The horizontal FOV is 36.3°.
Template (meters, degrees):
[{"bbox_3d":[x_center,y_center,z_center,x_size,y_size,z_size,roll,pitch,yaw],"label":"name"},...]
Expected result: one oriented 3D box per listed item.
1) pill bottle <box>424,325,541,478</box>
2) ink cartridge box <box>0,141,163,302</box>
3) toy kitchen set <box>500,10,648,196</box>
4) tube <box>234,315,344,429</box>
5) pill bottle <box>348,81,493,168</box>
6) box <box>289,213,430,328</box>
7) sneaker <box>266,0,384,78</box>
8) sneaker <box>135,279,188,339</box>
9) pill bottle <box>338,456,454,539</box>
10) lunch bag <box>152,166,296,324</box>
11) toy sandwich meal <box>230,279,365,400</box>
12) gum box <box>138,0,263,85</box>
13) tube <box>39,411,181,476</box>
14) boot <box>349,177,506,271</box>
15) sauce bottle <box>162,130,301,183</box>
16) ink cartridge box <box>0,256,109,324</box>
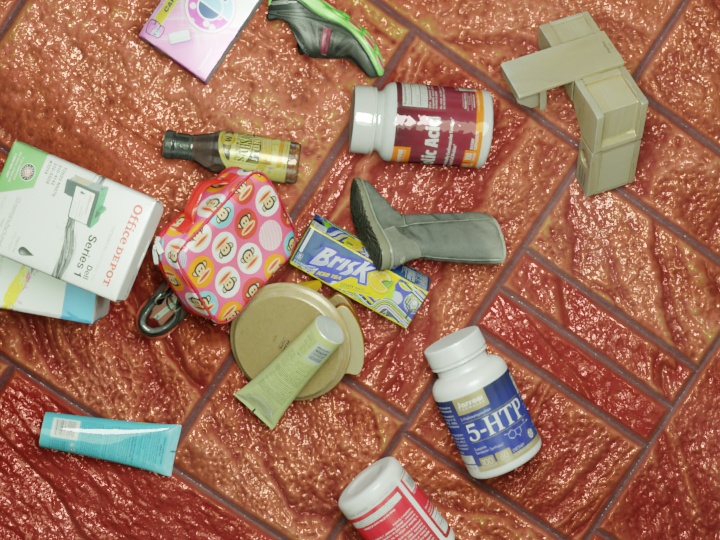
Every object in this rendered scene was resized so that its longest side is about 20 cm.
[{"bbox_3d":[0.175,0.192,1.617,0.119,0.120,0.201,-26,95,-2],"label":"pill bottle"},{"bbox_3d":[-0.376,-0.062,1.431,0.198,0.084,0.147,22,88,-4],"label":"ink cartridge box"},{"bbox_3d":[0.298,-0.236,1.623,0.162,0.181,0.201,-17,55,-6],"label":"toy kitchen set"},{"bbox_3d":[-0.101,0.144,1.573,0.052,0.058,0.200,12,130,-43],"label":"tube"},{"bbox_3d":[0.085,-0.211,1.587,0.198,0.114,0.115,4,93,-4],"label":"pill bottle"},{"bbox_3d":[0.000,0.000,1.611,0.199,0.064,0.070,30,110,-5],"label":"box"},{"bbox_3d":[-0.050,-0.341,1.598,0.199,0.077,0.084,36,108,-3],"label":"sneaker"},{"bbox_3d":[-0.248,0.024,1.592,0.077,0.082,0.200,39,88,-5],"label":"sneaker"},{"bbox_3d":[0.067,0.386,1.625,0.112,0.112,0.201,-38,95,-1],"label":"pill bottle"},{"bbox_3d":[-0.191,-0.046,1.534,0.200,0.082,0.177,-48,131,-27],"label":"lunch bag"},{"bbox_3d":[-0.093,0.097,1.615,0.203,0.070,0.207,4,111,12],"label":"toy sandwich meal"},{"bbox_3d":[-0.214,-0.384,1.576,0.113,0.066,0.201,34,90,-7],"label":"gum box"},{"bbox_3d":[-0.370,0.250,1.619,0.198,0.050,0.078,12,97,-10],"label":"tube"},{"bbox_3d":[0.097,-0.072,1.610,0.198,0.073,0.183,-11,56,-18],"label":"boot"},{"bbox_3d":[-0.186,-0.169,1.593,0.198,0.066,0.067,6,93,-6],"label":"sauce bottle"},{"bbox_3d":[-0.452,-0.018,1.542,0.198,0.147,0.148,10,92,-6],"label":"ink cartridge box"}]
